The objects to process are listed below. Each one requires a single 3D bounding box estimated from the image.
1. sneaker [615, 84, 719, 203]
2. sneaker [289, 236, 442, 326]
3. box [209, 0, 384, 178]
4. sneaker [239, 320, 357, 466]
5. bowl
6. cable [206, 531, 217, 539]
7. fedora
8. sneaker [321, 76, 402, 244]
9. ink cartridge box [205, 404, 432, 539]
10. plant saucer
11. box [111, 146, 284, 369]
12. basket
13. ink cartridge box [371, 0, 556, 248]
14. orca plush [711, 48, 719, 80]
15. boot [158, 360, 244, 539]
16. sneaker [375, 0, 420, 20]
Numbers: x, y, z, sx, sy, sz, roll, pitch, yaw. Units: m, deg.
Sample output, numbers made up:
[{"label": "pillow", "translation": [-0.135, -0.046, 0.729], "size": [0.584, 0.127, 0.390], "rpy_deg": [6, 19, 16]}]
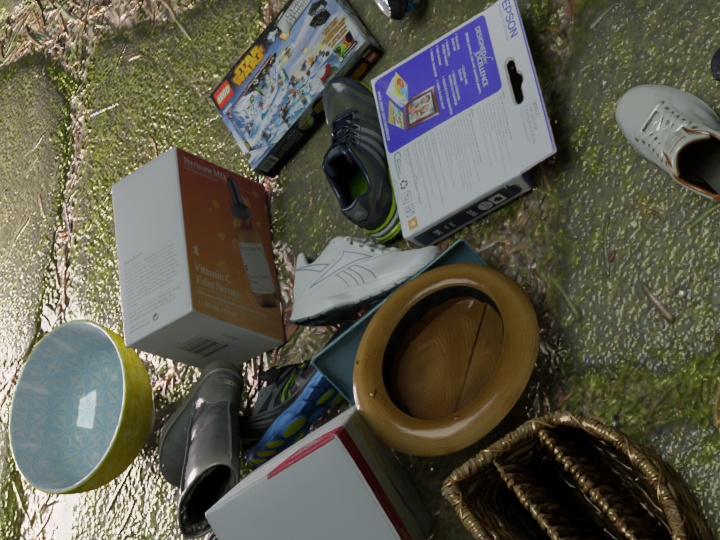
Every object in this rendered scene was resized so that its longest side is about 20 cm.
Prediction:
[{"label": "sneaker", "translation": [0.294, -0.121, 1.461], "size": [0.200, 0.084, 0.073], "rpy_deg": [42, 105, 42]}, {"label": "sneaker", "translation": [0.000, 0.000, 1.671], "size": [0.198, 0.074, 0.088], "rpy_deg": [-16, 75, 35]}, {"label": "box", "translation": [-0.076, -0.224, 1.841], "size": [0.200, 0.040, 0.137], "rpy_deg": [-47, 52, 19]}, {"label": "sneaker", "translation": [-0.065, 0.121, 1.695], "size": [0.200, 0.070, 0.083], "rpy_deg": [-47, 57, 22]}, {"label": "bowl", "translation": [-0.301, 0.165, 1.858], "size": [0.199, 0.107, 0.203], "rpy_deg": [-14, 67, 37]}, {"label": "cable", "translation": [-0.108, 0.330, 1.673], "size": [0.098, 0.050, 0.200], "rpy_deg": [-55, 49, 21]}, {"label": "fedora", "translation": [0.090, 0.094, 1.548], "size": [0.198, 0.082, 0.203], "rpy_deg": [-11, 58, 19]}, {"label": "sneaker", "translation": [-0.005, -0.129, 1.720], "size": [0.074, 0.081, 0.202], "rpy_deg": [-34, 57, 25]}, {"label": "ink cartridge box", "translation": [-0.032, 0.231, 1.501], "size": [0.145, 0.200, 0.146], "rpy_deg": [-32, 90, 8]}, {"label": "plant saucer", "translation": [0.045, 0.049, 1.611], "size": [0.199, 0.070, 0.019], "rpy_deg": [-39, 25, 12]}, {"label": "box", "translation": [-0.180, -0.009, 1.782], "size": [0.106, 0.152, 0.202], "rpy_deg": [-26, 60, 32]}, {"label": "basket", "translation": [0.197, 0.213, 1.387], "size": [0.143, 0.148, 0.200], "rpy_deg": [-51, 49, 15]}, {"label": "ink cartridge box", "translation": [0.111, -0.154, 1.655], "size": [0.199, 0.043, 0.200], "rpy_deg": [-29, 58, 33]}, {"label": "orca plush", "translation": [0.370, -0.144, 1.425], "size": [0.104, 0.071, 0.201], "rpy_deg": [-21, 57, -17]}, {"label": "boot", "translation": [-0.166, 0.211, 1.682], "size": [0.201, 0.072, 0.183], "rpy_deg": [-103, 30, -55]}, {"label": "sneaker", "translation": [0.008, -0.340, 1.799], "size": [0.087, 0.074, 0.201], "rpy_deg": [-46, 45, 32]}]
